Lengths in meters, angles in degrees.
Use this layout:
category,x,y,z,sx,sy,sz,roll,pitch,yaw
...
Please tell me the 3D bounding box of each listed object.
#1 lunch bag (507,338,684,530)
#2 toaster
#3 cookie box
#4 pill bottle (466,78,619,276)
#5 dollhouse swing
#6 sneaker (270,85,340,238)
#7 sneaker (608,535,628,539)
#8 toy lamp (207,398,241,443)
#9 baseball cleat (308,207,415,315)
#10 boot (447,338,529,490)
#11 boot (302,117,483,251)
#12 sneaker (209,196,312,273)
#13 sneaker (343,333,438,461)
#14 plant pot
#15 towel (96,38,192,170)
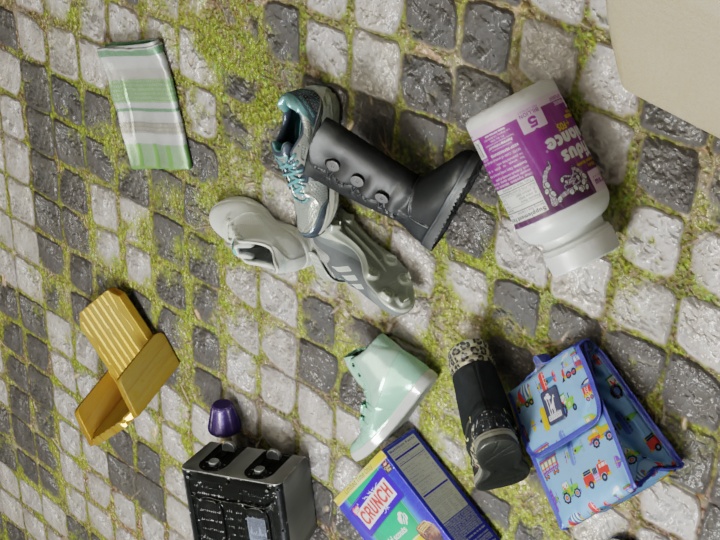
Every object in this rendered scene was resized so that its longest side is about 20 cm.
category,x,y,z,sx,sy,sz,roll,pitch,yaw
lunch bag,0.268,0.186,1.505,0.151,0.094,0.201,-48,63,49
toaster,-0.172,0.377,1.975,0.180,0.119,0.201,5,116,24
cookie box,0.076,0.354,1.780,0.200,0.075,0.171,51,138,13
pill bottle,0.207,-0.100,1.378,0.112,0.112,0.201,-25,93,49
dollhouse swing,-0.441,0.164,2.142,0.176,0.182,0.200,45,141,-12
sneaker,-0.082,-0.141,1.637,0.077,0.086,0.201,7,100,44
sneaker,0.294,0.422,1.595,0.076,0.077,0.201,34,133,26
toy lamp,-0.219,0.306,2.068,0.058,0.058,0.201,19,126,38
baseball cleat,0.000,0.000,1.685,0.200,0.070,0.107,53,145,25
boot,0.163,0.189,1.608,0.204,0.073,0.154,74,-178,-63
boot,0.036,-0.131,1.531,0.200,0.066,0.165,35,134,7
sneaker,-0.162,-0.047,1.796,0.199,0.088,0.076,23,127,36
sneaker,0.016,0.172,1.742,0.118,0.074,0.201,42,126,12
plant pot,0.340,-0.236,1.125,0.200,0.200,0.178,33,142,29
towel,-0.331,-0.249,1.903,0.149,0.031,0.201,6,115,44
